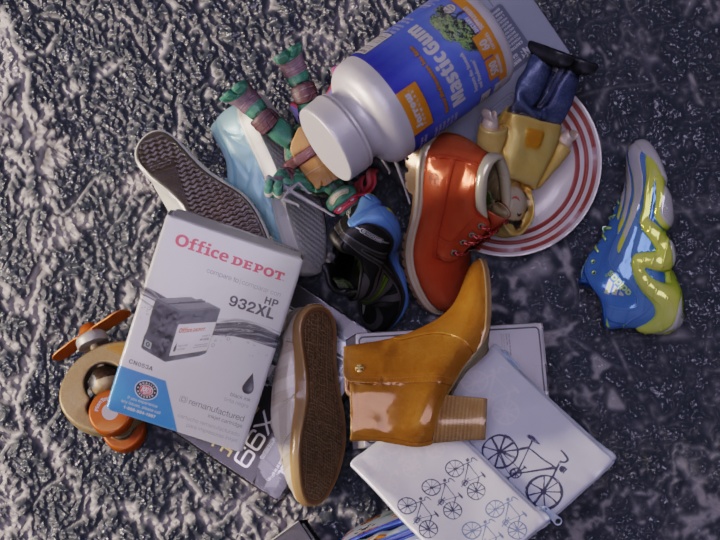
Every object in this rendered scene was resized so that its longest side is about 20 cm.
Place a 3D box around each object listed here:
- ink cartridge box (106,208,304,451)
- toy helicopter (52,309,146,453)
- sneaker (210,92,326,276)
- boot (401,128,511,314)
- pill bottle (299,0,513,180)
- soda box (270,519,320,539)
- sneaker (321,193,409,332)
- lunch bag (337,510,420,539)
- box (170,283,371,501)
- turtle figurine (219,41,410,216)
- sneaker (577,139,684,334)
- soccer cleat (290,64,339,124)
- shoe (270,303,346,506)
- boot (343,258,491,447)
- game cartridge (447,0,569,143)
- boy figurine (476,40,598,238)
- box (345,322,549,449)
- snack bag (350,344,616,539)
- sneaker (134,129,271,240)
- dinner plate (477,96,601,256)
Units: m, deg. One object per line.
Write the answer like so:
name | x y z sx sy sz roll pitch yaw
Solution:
ink cartridge box | -0.152 0.057 1.537 0.143 0.084 0.202 18 94 -5
toy helicopter | -0.240 0.083 1.641 0.132 0.079 0.200 38 76 18
sneaker | -0.100 -0.082 1.650 0.081 0.074 0.202 -22 85 32
boot | 0.101 -0.038 1.565 0.106 0.075 0.202 19 123 35
pill bottle | 0.042 -0.176 1.507 0.199 0.112 0.112 -37 80 -16
soda box | -0.030 0.355 1.576 0.070 0.063 0.201 -35 80 0
sneaker | 0.000 0.000 1.561 0.082 0.200 0.071 -34 61 -14
lunch bag | 0.071 0.263 1.529 0.198 0.160 0.076 -23 85 1
box | -0.095 0.115 1.622 0.157 0.050 0.201 32 86 9
turtle figurine | -0.047 -0.121 1.581 0.149 0.101 0.201 -36 94 -18
sneaker | 0.270 -0.031 1.595 0.104 0.076 0.203 -8 82 5
soccer cleat | 0.015 -0.210 1.646 0.200 0.067 0.077 -44 95 3
shoe | -0.055 0.135 1.567 0.053 0.069 0.203 -4 84 46
boot | 0.054 0.074 1.507 0.142 0.071 0.203 4 61 3
game cartridge | 0.112 -0.202 1.607 0.199 0.040 0.134 -38 99 -4
boy figurine | 0.166 -0.130 1.582 0.123 0.064 0.202 16 100 -36
box | 0.089 0.118 1.572 0.197 0.060 0.118 -4 82 -12
snack bag | 0.118 0.181 1.473 0.199 0.022 0.188 -37 54 -15
sneaker | -0.155 -0.061 1.632 0.073 0.085 0.201 -38 75 -5
dinner plate | 0.156 -0.114 1.643 0.197 0.024 0.203 -1 81 5
